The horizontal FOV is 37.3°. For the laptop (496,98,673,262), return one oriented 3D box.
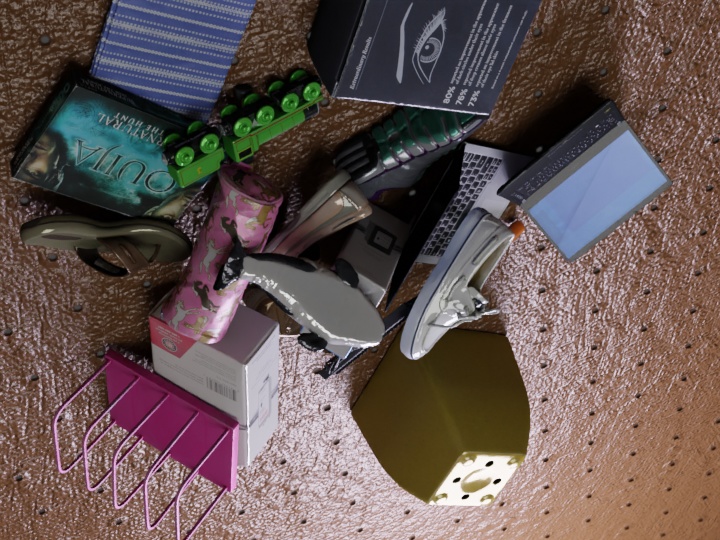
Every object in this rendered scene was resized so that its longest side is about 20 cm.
[{"bbox_3d":[0.288,-0.106,1.352,0.177,0.104,0.200,-40,165,14],"label":"laptop"}]

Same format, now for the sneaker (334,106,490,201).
[{"bbox_3d":[0.070,-0.148,1.255,0.198,0.075,0.088,-24,148,15],"label":"sneaker"}]

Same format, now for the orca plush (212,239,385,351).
[{"bbox_3d":[-0.070,0.035,1.185,0.197,0.107,0.071,11,170,-22],"label":"orca plush"}]

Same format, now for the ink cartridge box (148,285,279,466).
[{"bbox_3d":[-0.181,0.130,1.336,0.083,0.145,0.202,-50,156,-41],"label":"ink cartridge box"}]

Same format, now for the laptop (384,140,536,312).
[{"bbox_3d":[0.126,-0.049,1.318,0.198,0.117,0.189,6,128,-35],"label":"laptop"}]

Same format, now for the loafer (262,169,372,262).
[{"bbox_3d":[-0.062,-0.036,1.257,0.063,0.072,0.200,45,129,-2],"label":"loafer"}]

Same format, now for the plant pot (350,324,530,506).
[{"bbox_3d":[0.132,0.224,1.535,0.193,0.201,0.196,9,128,-30],"label":"plant pot"}]

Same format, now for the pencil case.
[{"bbox_3d":[-0.155,-0.019,1.192,0.202,0.086,0.083,-63,167,23],"label":"pencil case"}]

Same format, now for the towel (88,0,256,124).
[{"bbox_3d":[-0.192,-0.236,1.079,0.143,0.024,0.201,6,131,-31],"label":"towel"}]

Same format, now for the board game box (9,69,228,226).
[{"bbox_3d":[-0.251,-0.122,1.135,0.198,0.028,0.135,18,126,-41],"label":"board game box"}]

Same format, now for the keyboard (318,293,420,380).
[{"bbox_3d":[0.010,0.091,1.365,0.126,0.021,0.200,-27,168,-47],"label":"keyboard"}]

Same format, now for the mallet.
[{"bbox_3d":[-0.120,-0.118,1.213,0.065,0.041,0.202,-4,129,-19],"label":"mallet"}]

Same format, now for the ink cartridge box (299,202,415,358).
[{"bbox_3d":[0.000,0.000,1.308,0.066,0.201,0.117,29,122,-2],"label":"ink cartridge box"}]

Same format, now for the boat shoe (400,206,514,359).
[{"bbox_3d":[0.126,0.032,1.285,0.204,0.086,0.074,-60,158,7],"label":"boat shoe"}]

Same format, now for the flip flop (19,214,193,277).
[{"bbox_3d":[-0.279,-0.022,1.185,0.198,0.059,0.081,6,157,-42],"label":"flip flop"}]

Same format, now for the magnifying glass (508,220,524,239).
[{"bbox_3d":[0.143,0.002,1.394,0.199,0.022,0.080,-40,177,-21],"label":"magnifying glass"}]

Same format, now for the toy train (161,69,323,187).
[{"bbox_3d":[-0.122,-0.151,1.139,0.198,0.042,0.057,-30,139,-21],"label":"toy train"}]

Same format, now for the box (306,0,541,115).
[{"bbox_3d":[0.063,-0.258,1.109,0.197,0.105,0.149,3,130,-26],"label":"box"}]

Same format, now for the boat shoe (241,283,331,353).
[{"bbox_3d":[-0.068,0.055,1.388,0.199,0.063,0.074,21,107,-46],"label":"boat shoe"}]

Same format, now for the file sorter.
[{"bbox_3d":[-0.268,0.225,1.325,0.126,0.198,0.140,-49,158,-41],"label":"file sorter"}]
